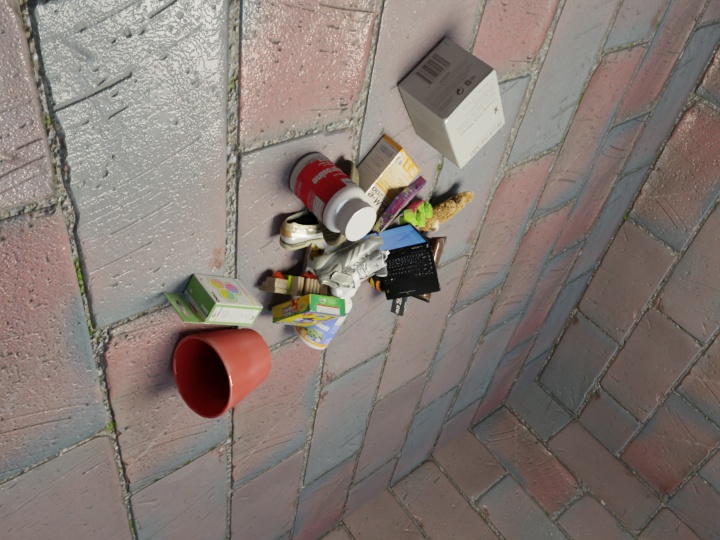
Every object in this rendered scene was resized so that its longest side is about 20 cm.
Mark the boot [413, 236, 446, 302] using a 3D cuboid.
[{"bbox_3d":[0.204,-0.013,1.782,0.186,0.063,0.204,-41,152,-88],"label":"boot"}]

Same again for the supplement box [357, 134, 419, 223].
[{"bbox_3d":[0.043,-0.215,1.514,0.201,0.073,0.126,-50,149,5],"label":"supplement box"}]

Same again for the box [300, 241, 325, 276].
[{"bbox_3d":[-0.122,-0.023,1.553,0.038,0.042,0.203,2,130,-18],"label":"box"}]

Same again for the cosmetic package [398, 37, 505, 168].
[{"bbox_3d":[0.219,-0.391,1.442,0.167,0.166,0.200,-45,150,-2],"label":"cosmetic package"}]

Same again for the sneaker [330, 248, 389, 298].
[{"bbox_3d":[0.000,0.000,1.577,0.201,0.113,0.076,-57,135,-47],"label":"sneaker"}]

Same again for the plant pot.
[{"bbox_3d":[-0.322,0.232,1.476,0.176,0.199,0.203,-17,140,-55],"label":"plant pot"}]

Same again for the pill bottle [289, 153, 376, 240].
[{"bbox_3d":[-0.058,-0.158,1.331,0.111,0.200,0.114,-31,147,-23],"label":"pill bottle"}]

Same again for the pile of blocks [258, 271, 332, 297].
[{"bbox_3d":[-0.156,0.032,1.537,0.196,0.082,0.064,10,85,-30],"label":"pile of blocks"}]

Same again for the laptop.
[{"bbox_3d":[0.102,-0.020,1.655,0.103,0.174,0.205,-20,97,-57],"label":"laptop"}]

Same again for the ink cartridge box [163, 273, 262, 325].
[{"bbox_3d":[-0.322,0.065,1.354,0.198,0.104,0.060,10,119,-54],"label":"ink cartridge box"}]

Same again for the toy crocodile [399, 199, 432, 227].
[{"bbox_3d":[0.150,-0.158,1.664,0.200,0.066,0.063,-48,127,-60],"label":"toy crocodile"}]

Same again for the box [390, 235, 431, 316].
[{"bbox_3d":[0.153,0.013,1.855,0.163,0.048,0.201,100,15,-45],"label":"box"}]

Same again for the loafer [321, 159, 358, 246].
[{"bbox_3d":[-0.036,-0.152,1.423,0.067,0.075,0.205,21,80,-57],"label":"loafer"}]

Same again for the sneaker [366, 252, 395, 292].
[{"bbox_3d":[0.089,-0.030,1.766,0.069,0.090,0.202,1,125,-51],"label":"sneaker"}]

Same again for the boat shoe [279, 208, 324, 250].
[{"bbox_3d":[-0.104,-0.113,1.450,0.198,0.074,0.069,-28,143,-37],"label":"boat shoe"}]

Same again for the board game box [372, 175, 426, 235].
[{"bbox_3d":[0.103,-0.171,1.585,0.121,0.032,0.200,-56,174,31],"label":"board game box"}]

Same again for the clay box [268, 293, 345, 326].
[{"bbox_3d":[-0.140,0.106,1.556,0.113,0.049,0.198,10,159,-38],"label":"clay box"}]

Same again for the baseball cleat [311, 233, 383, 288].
[{"bbox_3d":[-0.021,-0.016,1.517,0.196,0.108,0.070,-21,165,-13],"label":"baseball cleat"}]

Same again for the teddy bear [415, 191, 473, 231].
[{"bbox_3d":[0.252,-0.172,1.803,0.198,0.068,0.144,-30,-176,-38],"label":"teddy bear"}]

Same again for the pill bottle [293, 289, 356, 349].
[{"bbox_3d":[-0.092,0.106,1.678,0.111,0.112,0.202,7,120,-53],"label":"pill bottle"}]
